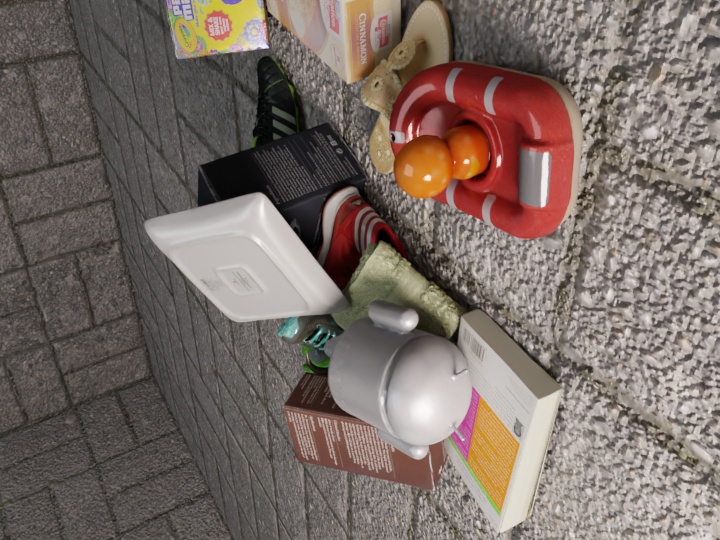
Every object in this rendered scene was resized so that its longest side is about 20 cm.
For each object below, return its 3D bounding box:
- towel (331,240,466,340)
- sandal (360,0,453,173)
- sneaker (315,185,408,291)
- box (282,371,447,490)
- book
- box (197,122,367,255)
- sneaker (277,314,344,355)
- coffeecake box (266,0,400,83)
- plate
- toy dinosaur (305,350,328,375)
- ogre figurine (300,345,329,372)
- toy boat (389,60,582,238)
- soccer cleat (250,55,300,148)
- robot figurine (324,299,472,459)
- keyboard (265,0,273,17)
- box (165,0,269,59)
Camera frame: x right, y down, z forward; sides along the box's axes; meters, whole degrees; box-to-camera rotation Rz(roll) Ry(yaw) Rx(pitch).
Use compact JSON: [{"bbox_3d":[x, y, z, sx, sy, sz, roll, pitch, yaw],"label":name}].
[{"bbox_3d":[0.038,0.057,0.826,0.147,0.037,0.201,39,147,4],"label":"towel"},{"bbox_3d":[0.031,-0.173,0.707,0.078,0.068,0.213,56,151,23],"label":"sandal"},{"bbox_3d":[0.000,0.000,0.884,0.116,0.077,0.202,45,155,31],"label":"sneaker"},{"bbox_3d":[0.008,0.200,0.864,0.195,0.075,0.102,7,125,25],"label":"box"},{"bbox_3d":[0.143,0.163,0.740,0.134,0.047,0.204,49,146,45],"label":"book"},{"bbox_3d":[-0.108,-0.083,0.896,0.105,0.197,0.149,55,150,21],"label":"box"},{"bbox_3d":[-0.047,0.085,0.964,0.091,0.199,0.078,44,103,13],"label":"sneaker"},{"bbox_3d":[-0.038,-0.322,0.725,0.201,0.072,0.156,50,155,38],"label":"coffeecake box"},{"bbox_3d":[-0.139,0.002,0.814,0.196,0.033,0.200,-7,137,33],"label":"plate"},{"bbox_3d":[0.007,0.165,0.947,0.201,0.077,0.102,53,158,-21],"label":"toy dinosaur"},{"bbox_3d":[-0.046,0.191,1.092,0.120,0.095,0.206,121,143,-80],"label":"ogre figurine"},{"bbox_3d":[0.083,-0.100,0.582,0.199,0.128,0.134,34,136,51],"label":"toy boat"},{"bbox_3d":[-0.127,-0.208,0.991,0.067,0.079,0.205,-1,105,63],"label":"soccer cleat"},{"bbox_3d":[0.041,0.119,0.742,0.198,0.111,0.174,12,116,49],"label":"robot figurine"},{"bbox_3d":[-0.115,-0.419,0.807,0.105,0.039,0.203,-74,-10,-47],"label":"keyboard"},{"bbox_3d":[-0.188,-0.398,0.869,0.194,0.118,0.205,-105,9,-62],"label":"box"}]
